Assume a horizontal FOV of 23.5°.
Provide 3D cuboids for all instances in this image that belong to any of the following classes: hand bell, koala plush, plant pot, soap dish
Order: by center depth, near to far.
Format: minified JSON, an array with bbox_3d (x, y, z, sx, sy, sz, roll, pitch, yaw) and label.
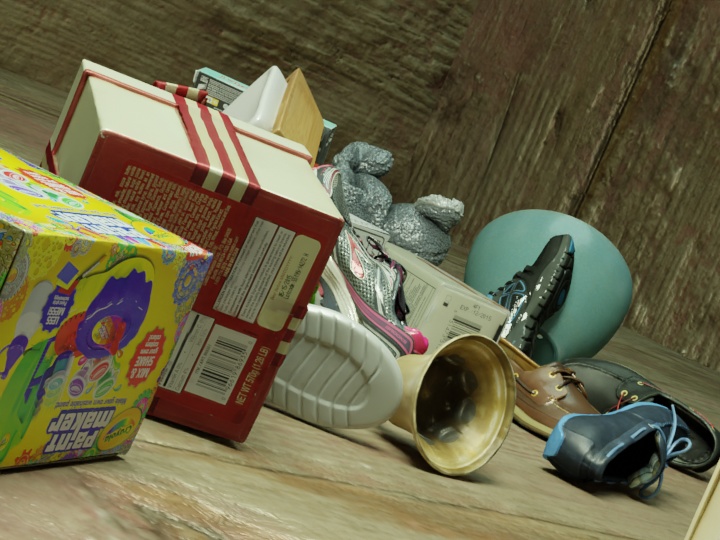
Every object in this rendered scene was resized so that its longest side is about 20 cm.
[{"bbox_3d":[0.012,0.085,1.326,0.104,0.104,0.200,19,-5,-42],"label":"hand bell"},{"bbox_3d":[-0.120,-0.083,1.588,0.081,0.200,0.157,42,22,-15],"label":"soap dish"},{"bbox_3d":[0.203,0.049,2.010,0.200,0.200,0.135,24,44,4],"label":"plant pot"},{"bbox_3d":[0.032,-0.055,2.355,0.200,0.178,0.184,24,17,7],"label":"koala plush"}]

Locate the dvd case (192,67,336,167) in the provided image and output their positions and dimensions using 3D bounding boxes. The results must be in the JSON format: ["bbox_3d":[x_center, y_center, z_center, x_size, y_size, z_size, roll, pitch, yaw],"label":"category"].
[{"bbox_3d":[-0.120,-0.079,1.683,0.146,0.200,0.022,24,22,9],"label":"dvd case"}]

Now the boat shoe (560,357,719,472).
[{"bbox_3d":[0.296,0.149,1.853,0.201,0.074,0.063,29,-1,16],"label":"boat shoe"}]

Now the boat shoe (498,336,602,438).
[{"bbox_3d":[0.180,0.121,1.668,0.200,0.068,0.072,28,7,39],"label":"boat shoe"}]

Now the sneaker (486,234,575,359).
[{"bbox_3d":[0.171,0.033,1.890,0.082,0.200,0.073,20,-29,23],"label":"sneaker"}]

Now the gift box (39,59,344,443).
[{"bbox_3d":[-0.117,-0.006,1.100,0.200,0.185,0.187,25,13,-21],"label":"gift box"}]

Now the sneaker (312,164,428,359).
[{"bbox_3d":[0.000,0.000,1.484,0.081,0.075,0.200,34,35,-67],"label":"sneaker"}]

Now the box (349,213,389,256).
[{"bbox_3d":[-0.072,-0.023,1.767,0.060,0.117,0.200,18,8,-44],"label":"box"}]

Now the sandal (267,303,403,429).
[{"bbox_3d":[-0.063,0.048,1.227,0.202,0.083,0.050,22,18,-6],"label":"sandal"}]

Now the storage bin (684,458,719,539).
[{"bbox_3d":[0.272,0.164,0.887,0.198,0.200,0.094,22,4,-13],"label":"storage bin"}]

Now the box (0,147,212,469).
[{"bbox_3d":[-0.212,0.003,0.851,0.192,0.122,0.200,26,6,17],"label":"box"}]

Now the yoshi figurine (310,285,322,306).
[{"bbox_3d":[-0.072,0.002,1.580,0.112,0.112,0.200,18,1,12],"label":"yoshi figurine"}]

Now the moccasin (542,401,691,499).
[{"bbox_3d":[0.235,0.165,1.512,0.068,0.081,0.200,33,24,35],"label":"moccasin"}]

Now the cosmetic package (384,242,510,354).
[{"bbox_3d":[0.053,0.044,1.716,0.087,0.104,0.200,23,7,-27],"label":"cosmetic package"}]
